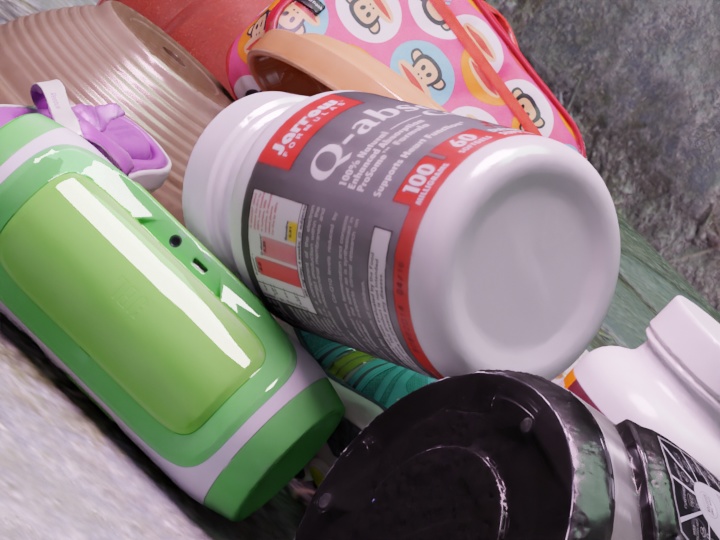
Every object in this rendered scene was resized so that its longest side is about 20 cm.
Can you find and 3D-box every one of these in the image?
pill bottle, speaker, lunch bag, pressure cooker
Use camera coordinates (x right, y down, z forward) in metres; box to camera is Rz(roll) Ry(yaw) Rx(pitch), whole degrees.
[{"bbox_3d":[0.012,-0.019,1.306,0.116,0.116,0.200,34,-10,-39],"label":"pill bottle"},{"bbox_3d":[-0.103,0.020,1.319,0.200,0.088,0.088,44,10,10],"label":"speaker"},{"bbox_3d":[0.036,-0.098,1.695,0.176,0.082,0.200,-40,95,-37],"label":"lunch bag"},{"bbox_3d":[0.125,0.113,1.466,0.113,0.200,0.113,40,9,-8],"label":"pill bottle"},{"bbox_3d":[0.088,0.153,1.224,0.200,0.176,0.179,36,-11,-36],"label":"pressure cooker"}]

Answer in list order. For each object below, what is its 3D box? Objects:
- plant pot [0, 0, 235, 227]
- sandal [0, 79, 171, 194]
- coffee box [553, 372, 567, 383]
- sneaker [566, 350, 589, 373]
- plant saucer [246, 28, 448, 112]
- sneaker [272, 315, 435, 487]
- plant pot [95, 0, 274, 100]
[{"bbox_3d":[-0.137,-0.090,1.663,0.201,0.093,0.201,40,9,-7],"label":"plant pot"},{"bbox_3d":[-0.144,-0.071,1.471,0.082,0.050,0.203,37,13,4],"label":"sandal"},{"bbox_3d":[0.042,0.064,1.607,0.200,0.080,0.114,42,-19,-2],"label":"coffee box"},{"bbox_3d":[0.125,0.117,1.719,0.076,0.080,0.200,-27,83,-51],"label":"sneaker"},{"bbox_3d":[0.027,-0.056,1.470,0.200,0.032,0.200,39,-9,8],"label":"plant saucer"},{"bbox_3d":[0.005,0.069,1.390,0.080,0.078,0.200,-14,33,-24],"label":"sneaker"},{"bbox_3d":[-0.045,-0.099,1.821,0.201,0.201,0.195,27,26,-57],"label":"plant pot"}]
